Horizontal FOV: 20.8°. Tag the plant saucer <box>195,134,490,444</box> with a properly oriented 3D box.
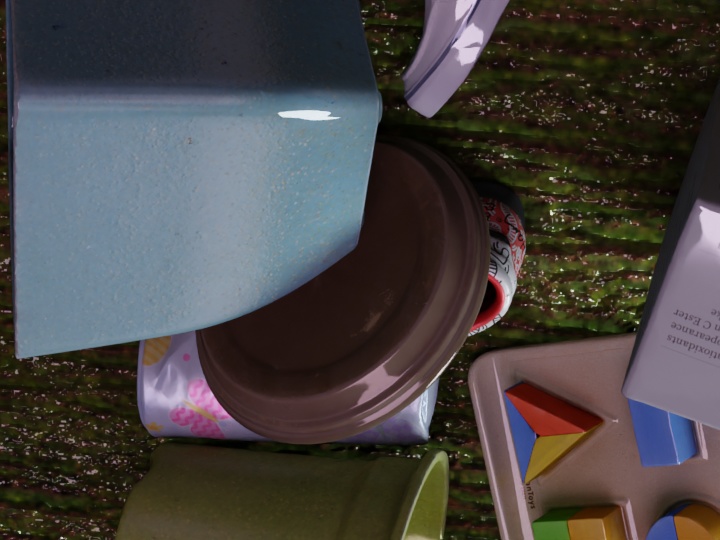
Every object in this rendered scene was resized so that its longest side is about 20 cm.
[{"bbox_3d":[-0.018,0.004,1.150,0.199,0.201,0.029,-23,144,20],"label":"plant saucer"}]

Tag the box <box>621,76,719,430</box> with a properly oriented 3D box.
[{"bbox_3d":[0.267,0.006,1.095,0.198,0.200,0.131,20,119,5],"label":"box"}]

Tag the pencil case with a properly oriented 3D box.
[{"bbox_3d":[-0.045,0.066,1.260,0.199,0.083,0.091,0,117,7],"label":"pencil case"}]

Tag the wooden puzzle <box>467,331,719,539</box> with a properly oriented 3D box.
[{"bbox_3d":[0.168,0.134,1.232,0.199,0.046,0.186,-9,95,31],"label":"wooden puzzle"}]

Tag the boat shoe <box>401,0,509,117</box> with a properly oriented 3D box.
[{"bbox_3d":[0.061,-0.182,1.097,0.065,0.074,0.201,25,113,-5],"label":"boat shoe"}]

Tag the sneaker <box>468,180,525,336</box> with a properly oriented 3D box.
[{"bbox_3d":[0.000,-0.001,1.194,0.200,0.108,0.068,-5,123,10],"label":"sneaker"}]

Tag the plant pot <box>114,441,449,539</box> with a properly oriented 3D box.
[{"bbox_3d":[-0.056,0.192,1.248,0.183,0.201,0.201,12,125,11],"label":"plant pot"}]

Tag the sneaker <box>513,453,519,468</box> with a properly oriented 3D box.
[{"bbox_3d":[0.193,0.136,1.279,0.199,0.089,0.074,0,125,8],"label":"sneaker"}]

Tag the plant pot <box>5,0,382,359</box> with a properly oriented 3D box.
[{"bbox_3d":[-0.097,-0.086,1.093,0.199,0.197,0.196,-1,136,-11],"label":"plant pot"}]
